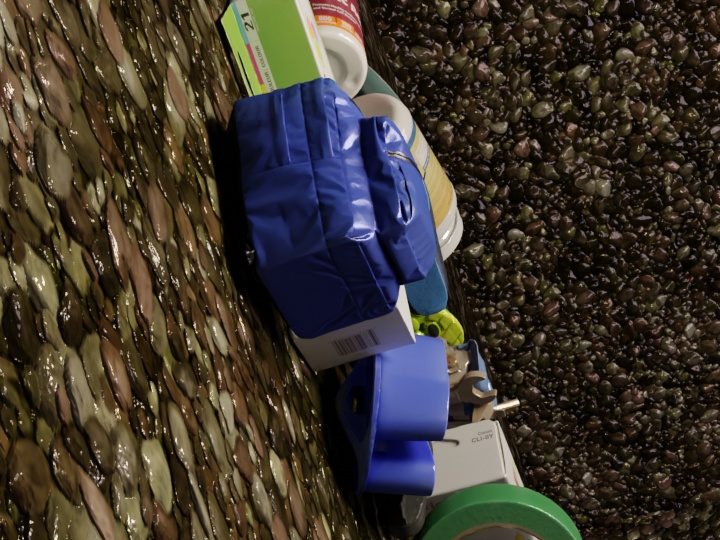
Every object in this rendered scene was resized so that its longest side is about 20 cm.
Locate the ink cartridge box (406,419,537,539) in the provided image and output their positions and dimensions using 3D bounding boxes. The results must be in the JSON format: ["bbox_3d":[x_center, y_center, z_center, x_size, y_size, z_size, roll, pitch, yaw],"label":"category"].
[{"bbox_3d":[0.121,0.279,1.628,0.200,0.144,0.084,65,13,-45],"label":"ink cartridge box"}]

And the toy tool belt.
[{"bbox_3d":[0.120,0.132,1.645,0.200,0.122,0.126,65,22,-60],"label":"toy tool belt"}]

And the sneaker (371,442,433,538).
[{"bbox_3d":[0.040,0.209,1.501,0.201,0.060,0.105,-88,163,-45],"label":"sneaker"}]

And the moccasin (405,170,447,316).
[{"bbox_3d":[0.051,-0.046,1.608,0.068,0.080,0.201,-83,162,-76],"label":"moccasin"}]

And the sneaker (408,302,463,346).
[{"bbox_3d":[0.063,0.040,1.702,0.200,0.074,0.084,49,14,-34],"label":"sneaker"}]

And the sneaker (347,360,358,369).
[{"bbox_3d":[-0.002,0.047,1.477,0.085,0.075,0.201,-107,174,-70],"label":"sneaker"}]

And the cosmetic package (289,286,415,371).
[{"bbox_3d":[-0.021,-0.014,1.363,0.081,0.112,0.201,62,12,-56],"label":"cosmetic package"}]

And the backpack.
[{"bbox_3d":[-0.028,-0.067,1.231,0.163,0.167,0.201,73,0,-58],"label":"backpack"}]

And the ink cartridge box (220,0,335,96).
[{"bbox_3d":[-0.084,-0.232,1.488,0.200,0.075,0.149,-89,161,-70],"label":"ink cartridge box"}]

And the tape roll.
[{"bbox_3d":[0.150,0.335,1.509,0.048,0.199,0.202,-75,147,-74],"label":"tape roll"}]

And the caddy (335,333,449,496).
[{"bbox_3d":[0.026,0.141,1.387,0.200,0.104,0.142,-90,-171,-65],"label":"caddy"}]

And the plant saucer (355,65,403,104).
[{"bbox_3d":[-0.013,-0.246,1.872,0.200,0.027,0.200,39,-10,8],"label":"plant saucer"}]

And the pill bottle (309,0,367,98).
[{"bbox_3d":[-0.055,-0.298,1.691,0.201,0.114,0.114,-98,169,-47],"label":"pill bottle"}]

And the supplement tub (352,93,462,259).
[{"bbox_3d":[0.033,-0.102,1.707,0.200,0.144,0.145,55,18,-38],"label":"supplement tub"}]
